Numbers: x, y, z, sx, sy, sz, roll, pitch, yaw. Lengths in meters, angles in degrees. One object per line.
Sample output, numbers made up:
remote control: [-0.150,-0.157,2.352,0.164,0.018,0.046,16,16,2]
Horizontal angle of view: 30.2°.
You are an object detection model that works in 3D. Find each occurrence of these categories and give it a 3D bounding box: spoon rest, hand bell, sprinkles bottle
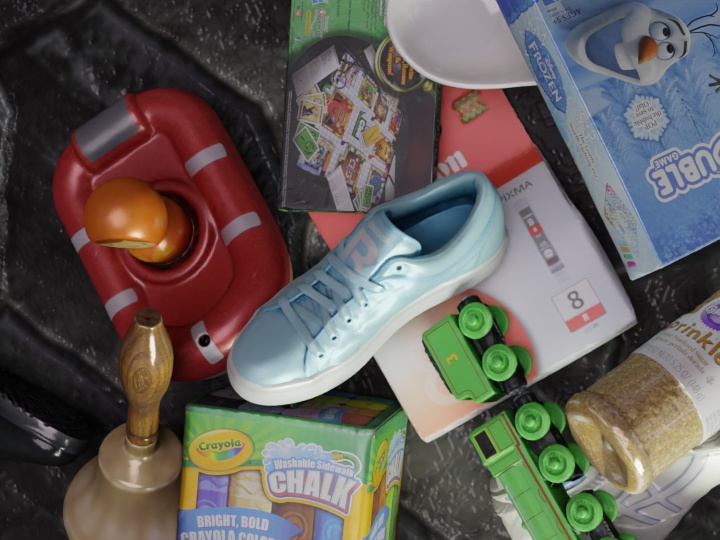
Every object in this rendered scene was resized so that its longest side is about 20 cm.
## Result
spoon rest: [0.111,-0.141,0.829,0.199,0.061,0.100,26,84,-1]
hand bell: [-0.135,0.096,0.834,0.104,0.104,0.200,23,138,10]
sprinkles bottle: [0.216,0.049,0.788,0.200,0.068,0.068,-34,85,-15]

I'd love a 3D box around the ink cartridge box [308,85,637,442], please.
ink cartridge box: [0.063,-0.014,0.869,0.162,0.050,0.201,-31,89,11]

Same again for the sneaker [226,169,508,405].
sneaker: [0.000,0.000,0.799,0.200,0.082,0.074,-35,57,-15]

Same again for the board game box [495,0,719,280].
board game box: [0.203,-0.125,0.789,0.199,0.043,0.200,-25,88,-20]

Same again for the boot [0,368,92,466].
boot: [-0.289,0.167,0.936,0.164,0.066,0.201,26,93,27]

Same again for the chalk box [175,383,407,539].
chalk box: [-0.041,0.138,0.859,0.123,0.125,0.201,7,95,12]

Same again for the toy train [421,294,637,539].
toy train: [0.100,0.107,0.804,0.056,0.042,0.201,-35,70,20]

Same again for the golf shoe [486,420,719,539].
golf shoe: [0.184,0.136,0.848,0.199,0.078,0.098,-15,106,18]

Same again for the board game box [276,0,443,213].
board game box: [0.003,-0.137,0.875,0.104,0.023,0.201,3,84,13]

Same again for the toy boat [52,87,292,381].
toy boat: [-0.132,-0.026,0.858,0.130,0.131,0.201,-32,76,12]
